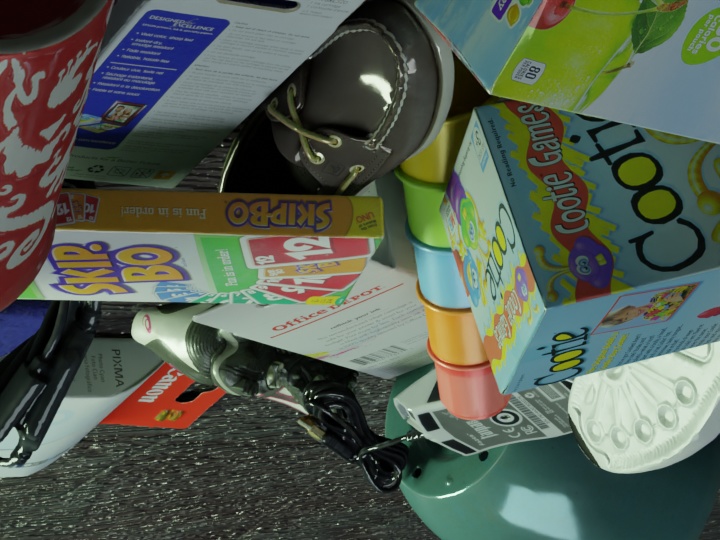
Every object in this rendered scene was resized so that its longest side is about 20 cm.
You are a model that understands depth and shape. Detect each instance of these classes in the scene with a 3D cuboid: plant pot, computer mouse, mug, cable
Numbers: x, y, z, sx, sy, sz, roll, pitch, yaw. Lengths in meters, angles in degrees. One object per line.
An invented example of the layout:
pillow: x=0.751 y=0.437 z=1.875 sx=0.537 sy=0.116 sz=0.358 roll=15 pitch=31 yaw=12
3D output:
plant pot: x=0.114 y=0.111 z=1.323 sx=0.161 sy=0.201 sz=0.200 roll=25 pitch=141 yaw=-38
computer mouse: x=0.063 y=0.080 z=1.203 sx=0.199 sy=0.044 sz=0.110 roll=-17 pitch=138 yaw=32
mug: x=-0.188 y=-0.074 z=0.786 sx=0.177 sy=0.134 sz=0.200 roll=-3 pitch=154 yaw=-23
cable: x=-0.210 y=0.009 z=1.016 sx=0.163 sy=0.051 sz=0.201 roll=20 pitch=112 yaw=-22

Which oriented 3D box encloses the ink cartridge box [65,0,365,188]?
ink cartridge box: x=-0.086 y=-0.095 z=0.907 sx=0.094 sy=0.037 sz=0.200 roll=4 pitch=157 yaw=-32

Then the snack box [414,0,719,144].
snack box: x=0.147 y=-0.137 z=0.778 sx=0.199 sy=0.068 sz=0.169 roll=6 pitch=126 yaw=-40

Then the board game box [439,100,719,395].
board game box: x=0.152 y=-0.028 z=0.924 sx=0.199 sy=0.103 sz=0.105 roll=-13 pitch=158 yaw=-13

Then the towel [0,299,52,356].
towel: x=-0.274 y=0.034 z=1.137 sx=0.199 sy=0.050 sz=0.147 roll=-24 pitch=162 yaw=30

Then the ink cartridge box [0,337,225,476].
ink cartridge box: x=-0.175 y=0.095 z=1.328 sx=0.199 sy=0.047 sz=0.160 roll=4 pitch=154 yaw=-29

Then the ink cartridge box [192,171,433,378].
ink cartridge box: x=0.000 y=0.000 z=1.143 sx=0.115 sy=0.068 sz=0.200 roll=-23 pitch=156 yaw=28

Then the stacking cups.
stacking cups: x=0.047 y=-0.010 z=1.023 sx=0.060 sy=0.061 sz=0.201 roll=-9 pitch=127 yaw=-4

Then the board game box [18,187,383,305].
board game box: x=-0.096 y=-0.011 z=0.957 sx=0.199 sy=0.030 sz=0.096 roll=4 pitch=158 yaw=-12

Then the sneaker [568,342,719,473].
sneaker: x=0.219 y=0.037 z=1.086 sx=0.146 sy=0.081 sz=0.200 roll=-13 pitch=155 yaw=-39

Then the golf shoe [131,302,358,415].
golf shoe: x=-0.061 y=0.045 z=1.253 sx=0.088 sy=0.078 sz=0.200 roll=11 pitch=174 yaw=27

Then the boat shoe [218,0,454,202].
boat shoe: x=-0.017 y=-0.068 z=0.945 sx=0.059 sy=0.072 sz=0.200 roll=-30 pitch=174 yaw=-28
